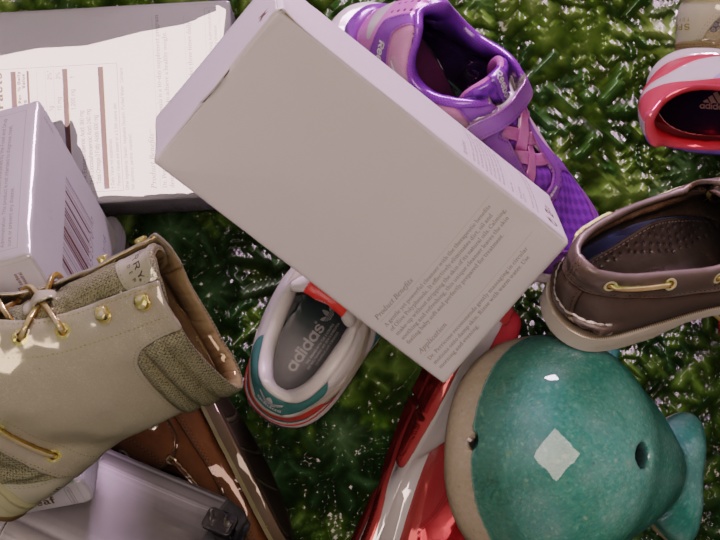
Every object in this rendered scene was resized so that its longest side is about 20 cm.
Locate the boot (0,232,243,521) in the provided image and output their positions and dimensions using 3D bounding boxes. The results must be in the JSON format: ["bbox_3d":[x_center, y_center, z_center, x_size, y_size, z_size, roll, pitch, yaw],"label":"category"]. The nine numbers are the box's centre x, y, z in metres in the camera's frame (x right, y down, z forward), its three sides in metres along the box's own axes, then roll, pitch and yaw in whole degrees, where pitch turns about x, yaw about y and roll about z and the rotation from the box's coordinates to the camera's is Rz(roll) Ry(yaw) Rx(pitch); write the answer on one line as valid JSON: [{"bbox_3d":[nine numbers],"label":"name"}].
[{"bbox_3d":[-0.165,0.020,1.212,0.154,0.072,0.200,-28,123,17],"label":"boot"}]

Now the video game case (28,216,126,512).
[{"bbox_3d":[-0.223,0.061,1.381,0.181,0.022,0.200,-12,43,13],"label":"video game case"}]

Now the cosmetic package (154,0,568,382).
[{"bbox_3d":[-0.001,-0.048,1.333,0.200,0.085,0.108,39,103,-14],"label":"cosmetic package"}]

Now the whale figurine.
[{"bbox_3d":[0.137,0.105,1.381,0.200,0.104,0.160,15,76,-43],"label":"whale figurine"}]

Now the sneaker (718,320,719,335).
[{"bbox_3d":[0.235,0.098,1.436,0.077,0.085,0.201,1,65,-26],"label":"sneaker"}]

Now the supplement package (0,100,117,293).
[{"bbox_3d":[-0.241,0.012,1.331,0.199,0.117,0.117,-13,47,11],"label":"supplement package"}]

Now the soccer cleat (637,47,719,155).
[{"bbox_3d":[0.252,-0.090,1.402,0.199,0.073,0.068,0,115,17],"label":"soccer cleat"}]

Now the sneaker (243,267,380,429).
[{"bbox_3d":[-0.001,0.000,1.430,0.070,0.093,0.200,32,86,2],"label":"sneaker"}]

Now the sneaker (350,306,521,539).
[{"bbox_3d":[0.073,0.122,1.443,0.115,0.078,0.200,24,99,-7],"label":"sneaker"}]

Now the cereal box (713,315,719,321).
[{"bbox_3d":[0.306,0.024,1.428,0.200,0.040,0.144,38,57,2],"label":"cereal box"}]

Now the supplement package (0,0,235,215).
[{"bbox_3d":[-0.167,-0.087,1.426,0.199,0.114,0.110,-3,87,-1],"label":"supplement package"}]

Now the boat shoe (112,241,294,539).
[{"bbox_3d":[-0.110,0.085,1.442,0.068,0.072,0.200,-31,77,2],"label":"boat shoe"}]

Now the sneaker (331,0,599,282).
[{"bbox_3d":[0.069,-0.078,1.410,0.200,0.088,0.081,47,55,-11],"label":"sneaker"}]

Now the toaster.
[{"bbox_3d":[-0.143,0.172,1.377,0.129,0.200,0.114,24,51,7],"label":"toaster"}]

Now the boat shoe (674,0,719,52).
[{"bbox_3d":[0.281,-0.134,1.457,0.199,0.073,0.063,8,92,11],"label":"boat shoe"}]

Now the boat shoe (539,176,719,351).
[{"bbox_3d":[0.189,-0.017,1.354,0.200,0.060,0.072,-19,60,-22],"label":"boat shoe"}]
